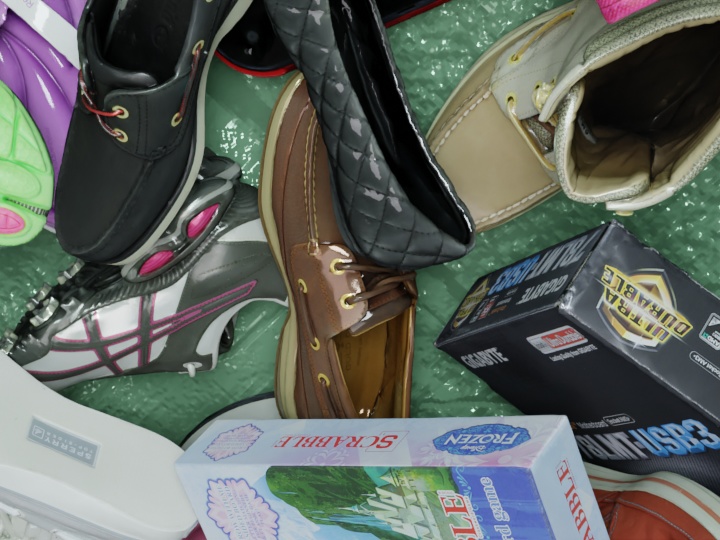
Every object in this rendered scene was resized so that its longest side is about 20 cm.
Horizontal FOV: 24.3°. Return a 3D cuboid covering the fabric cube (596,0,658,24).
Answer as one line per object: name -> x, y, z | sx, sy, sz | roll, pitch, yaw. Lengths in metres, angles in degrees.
fabric cube -> 0.130, -0.238, 0.566 | 0.196, 0.200, 0.200 | -27, 105, 25

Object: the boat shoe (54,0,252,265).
boat shoe -> -0.099, -0.090, 0.734 | 0.074, 0.063, 0.202 | 38, 118, 25

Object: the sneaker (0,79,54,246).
sneaker -> -0.217, -0.077, 0.798 | 0.200, 0.084, 0.077 | 33, 89, 19

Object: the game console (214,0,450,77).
game console -> -0.010, -0.191, 0.728 | 0.199, 0.031, 0.178 | -20, 103, 22

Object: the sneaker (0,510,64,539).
sneaker -> -0.209, 0.119, 0.879 | 0.199, 0.099, 0.078 | 21, 121, 15

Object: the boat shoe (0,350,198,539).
boat shoe -> -0.173, 0.084, 0.810 | 0.199, 0.072, 0.069 | 24, 136, -20

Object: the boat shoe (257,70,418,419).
boat shoe -> 0.000, 0.000, 0.780 | 0.067, 0.072, 0.201 | 32, 132, 48

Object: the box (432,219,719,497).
box -> 0.143, 0.066, 0.730 | 0.198, 0.200, 0.050 | 35, 77, -6

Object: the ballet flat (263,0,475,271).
ballet flat -> 0.002, -0.091, 0.683 | 0.057, 0.067, 0.201 | -2, 123, 27

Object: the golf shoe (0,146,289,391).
golf shoe -> -0.115, 0.029, 0.838 | 0.200, 0.077, 0.088 | -35, 108, 27

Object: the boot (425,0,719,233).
boot -> 0.088, -0.061, 0.689 | 0.200, 0.155, 0.072 | -37, 102, 26

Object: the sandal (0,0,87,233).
sandal -> -0.159, -0.106, 0.794 | 0.082, 0.050, 0.204 | -10, 113, 19

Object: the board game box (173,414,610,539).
board game box -> 0.032, 0.161, 0.766 | 0.199, 0.041, 0.201 | -5, 115, 38

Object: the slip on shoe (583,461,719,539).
slip on shoe -> 0.127, 0.128, 0.748 | 0.074, 0.061, 0.200 | 40, 164, -18

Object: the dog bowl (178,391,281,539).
dog bowl -> -0.025, 0.167, 0.884 | 0.199, 0.074, 0.201 | 7, 118, 12
